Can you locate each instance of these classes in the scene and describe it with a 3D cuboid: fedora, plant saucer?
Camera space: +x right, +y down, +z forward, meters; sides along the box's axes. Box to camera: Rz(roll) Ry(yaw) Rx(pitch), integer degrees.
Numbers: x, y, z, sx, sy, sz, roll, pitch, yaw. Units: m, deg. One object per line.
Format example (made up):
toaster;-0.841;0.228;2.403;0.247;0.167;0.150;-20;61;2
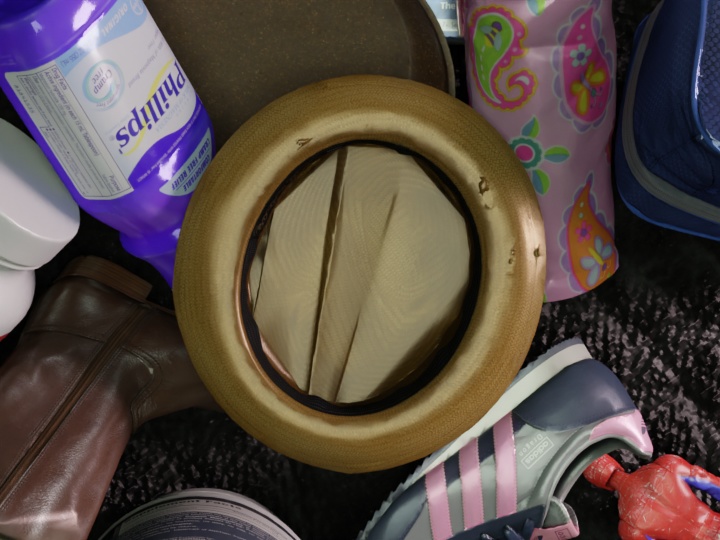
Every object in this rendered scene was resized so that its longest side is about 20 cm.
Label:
fedora;0.000;0.000;1.018;0.200;0.082;0.201;0;94;0
plant saucer;-0.048;-0.107;1.040;0.200;0.037;0.201;4;128;5

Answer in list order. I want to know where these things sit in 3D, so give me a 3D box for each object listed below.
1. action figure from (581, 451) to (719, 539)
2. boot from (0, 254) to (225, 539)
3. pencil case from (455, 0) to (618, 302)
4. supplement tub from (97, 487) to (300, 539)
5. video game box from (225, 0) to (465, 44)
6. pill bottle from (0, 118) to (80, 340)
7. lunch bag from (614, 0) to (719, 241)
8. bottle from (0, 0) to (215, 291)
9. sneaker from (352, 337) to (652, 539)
action figure;0.209;0.159;1.099;0.200;0.052;0.066;33;88;1
boot;-0.116;0.092;1.013;0.186;0.200;0.064;22;128;5
pencil case;0.091;-0.084;1.029;0.087;0.087;0.201;-6;117;-1
supplement tub;-0.085;0.193;1.016;0.140;0.200;0.141;0;96;-2
video game box;0.028;-0.214;1.065;0.199;0.047;0.183;1;93;-1
pill bottle;-0.241;0.012;1.018;0.200;0.112;0.112;-40;95;20
lunch bag;0.236;-0.081;1.008;0.199;0.132;0.136;15;73;-9
bottle;-0.117;-0.066;1.005;0.084;0.065;0.200;-54;130;-35
sneaker;0.070;0.130;1.072;0.200;0.070;0.082;-45;72;4
